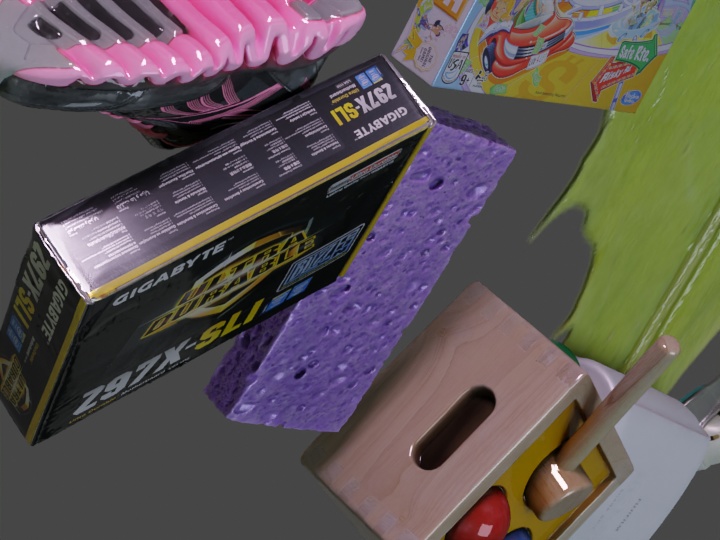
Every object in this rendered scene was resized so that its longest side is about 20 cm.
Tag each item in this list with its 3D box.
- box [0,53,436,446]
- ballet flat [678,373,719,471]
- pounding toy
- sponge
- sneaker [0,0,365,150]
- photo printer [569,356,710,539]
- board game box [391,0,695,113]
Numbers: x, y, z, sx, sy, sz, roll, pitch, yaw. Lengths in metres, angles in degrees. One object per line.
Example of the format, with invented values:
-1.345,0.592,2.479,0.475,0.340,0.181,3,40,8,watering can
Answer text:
-0.074,-0.008,0.973,0.200,0.049,0.160,-29,166,-30,box
0.287,0.106,1.566,0.200,0.064,0.067,-41,147,-13,ballet flat
0.094,0.111,1.263,0.200,0.142,0.184,-45,148,-7,pounding toy
0.000,0.000,1.139,0.111,0.030,0.200,11,115,-54,sponge
-0.087,-0.086,0.913,0.199,0.079,0.096,-12,144,-43,sneaker
0.162,0.152,1.455,0.167,0.069,0.200,-54,148,7,photo printer
0.117,-0.158,1.112,0.200,0.034,0.135,0,123,-51,board game box
